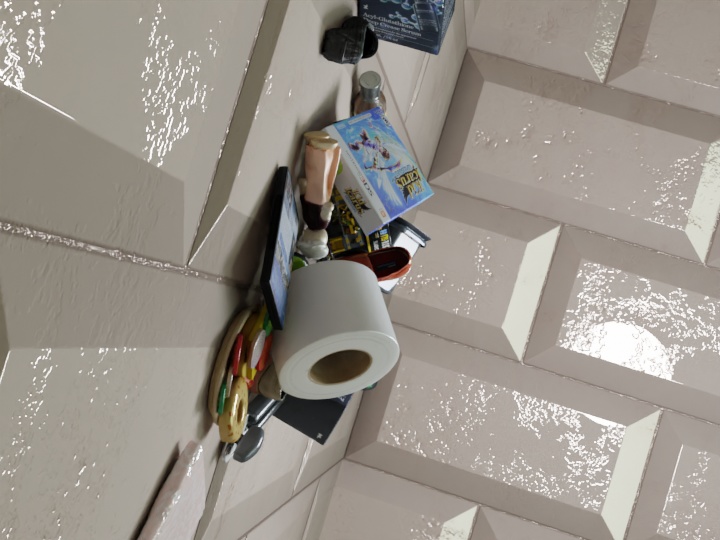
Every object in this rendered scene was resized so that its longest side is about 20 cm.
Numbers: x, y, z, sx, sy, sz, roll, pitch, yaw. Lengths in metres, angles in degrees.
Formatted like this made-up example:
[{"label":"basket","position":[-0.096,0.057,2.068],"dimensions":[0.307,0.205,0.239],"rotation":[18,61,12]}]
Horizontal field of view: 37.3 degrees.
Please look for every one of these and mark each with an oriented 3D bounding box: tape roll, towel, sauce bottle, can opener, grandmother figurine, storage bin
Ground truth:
[{"label":"tape roll","position":[-0.049,0.098,1.719],"dimensions":[0.203,0.201,0.140],"rotation":[96,-21,-54]},{"label":"towel","position":[-0.270,0.365,1.491],"dimensions":[0.192,0.032,0.201],"rotation":[98,12,-52]},{"label":"sauce bottle","position":[0.019,-0.302,2.014],"dimensions":[0.200,0.064,0.065],"rotation":[93,16,-65]},{"label":"can opener","position":[-0.170,0.260,1.809],"dimensions":[0.200,0.066,0.054],"rotation":[-46,153,-52]},{"label":"grandmother figurine","position":[-0.067,-0.111,1.686],"dimensions":[0.121,0.060,0.202],"rotation":[-120,-148,-63]},{"label":"storage bin","position":[0.016,-0.046,2.045],"dimensions":[0.145,0.199,0.135],"rotation":[32,86,-52]}]

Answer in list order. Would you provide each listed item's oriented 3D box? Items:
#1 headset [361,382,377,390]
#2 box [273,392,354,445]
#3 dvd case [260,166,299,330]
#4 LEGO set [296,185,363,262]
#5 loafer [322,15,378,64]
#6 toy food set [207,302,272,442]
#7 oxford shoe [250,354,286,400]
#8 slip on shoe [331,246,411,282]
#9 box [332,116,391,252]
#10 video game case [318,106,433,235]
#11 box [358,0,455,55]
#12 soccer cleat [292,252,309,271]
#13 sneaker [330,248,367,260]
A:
[{"label":"headset","position":[-0.035,0.142,1.923],"dimensions":[0.200,0.123,0.095],"rotation":[45,-62,55]},{"label":"box","position":[-0.082,0.204,1.989],"dimensions":[0.105,0.147,0.200],"rotation":[-60,180,29]},{"label":"dvd case","position":[-0.118,-0.033,1.580],"dimensions":[0.143,0.017,0.201],"rotation":[82,12,-58]},{"label":"LEGO set","position":[-0.064,-0.085,1.831],"dimensions":[0.200,0.115,0.155],"rotation":[-105,180,-76]},{"label":"loafer","position":[-0.004,-0.360,1.697],"dimensions":[0.201,0.070,0.069],"rotation":[-55,161,-67]},{"label":"toy food set","position":[-0.178,0.145,1.613],"dimensions":[0.199,0.048,0.201],"rotation":[98,12,-49]},{"label":"oxford shoe","position":[-0.104,0.149,1.853],"dimensions":[0.200,0.074,0.071],"rotation":[-51,147,-25]},{"label":"slip on shoe","position":[0.000,0.000,1.850],"dimensions":[0.061,0.198,0.075],"rotation":[122,-50,-68]},{"label":"box","position":[0.004,-0.149,1.897],"dimensions":[0.160,0.049,0.201],"rotation":[82,-7,-70]},{"label":"video game case","position":[0.022,-0.171,1.780],"dimensions":[0.045,0.182,0.200],"rotation":[-30,-178,34]},{"label":"box","position":[0.081,-0.474,1.776],"dimensions":[0.200,0.147,0.108],"rotation":[89,19,-65]},{"label":"soccer cleat","position":[-0.116,0.020,1.782],"dimensions":[0.201,0.067,0.082],"rotation":[95,-5,-55]},{"label":"sneaker","position":[-0.062,0.020,1.955],"dimensions":[0.200,0.076,0.116],"rotation":[-39,-168,10]}]
